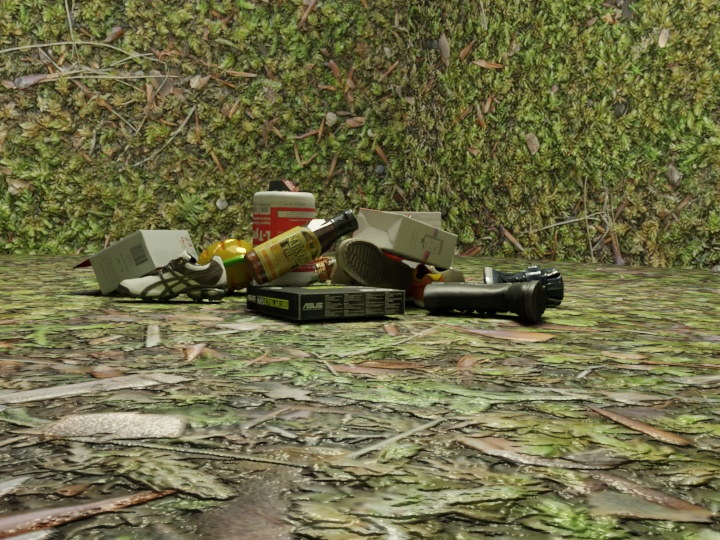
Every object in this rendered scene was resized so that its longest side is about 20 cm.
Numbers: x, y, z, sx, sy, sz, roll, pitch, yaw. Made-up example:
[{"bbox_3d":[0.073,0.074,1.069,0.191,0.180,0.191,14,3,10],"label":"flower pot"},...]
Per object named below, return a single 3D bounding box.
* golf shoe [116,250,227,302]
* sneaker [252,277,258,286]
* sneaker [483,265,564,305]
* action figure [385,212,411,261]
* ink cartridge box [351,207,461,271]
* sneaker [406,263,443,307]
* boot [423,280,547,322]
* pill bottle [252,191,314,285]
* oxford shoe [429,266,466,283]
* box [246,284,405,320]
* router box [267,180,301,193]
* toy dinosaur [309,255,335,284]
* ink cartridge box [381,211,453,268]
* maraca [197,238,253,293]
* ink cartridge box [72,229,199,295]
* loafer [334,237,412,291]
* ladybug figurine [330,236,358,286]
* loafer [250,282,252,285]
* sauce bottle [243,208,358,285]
[{"bbox_3d":[-0.344,0.010,1.509,0.198,0.096,0.078,-1,5,-10],"label":"golf shoe"},{"bbox_3d":[-0.162,-0.004,1.606,0.074,0.117,0.200,2,4,8],"label":"sneaker"},{"bbox_3d":[0.304,0.030,1.535,0.145,0.078,0.202,-1,2,17],"label":"sneaker"},{"bbox_3d":[0.089,-0.041,1.660,0.099,0.065,0.200,-37,-21,-3],"label":"action figure"},{"bbox_3d":[0.096,-0.054,1.519,0.199,0.068,0.116,17,-2,-44],"label":"ink cartridge box"},{"bbox_3d":[0.110,0.025,1.560,0.072,0.078,0.200,1,3,-23],"label":"sneaker"},{"bbox_3d":[0.199,0.043,1.359,0.198,0.066,0.165,6,-4,19],"label":"boot"},{"bbox_3d":[-0.138,-0.038,1.469,0.111,0.202,0.112,1,3,0],"label":"pill bottle"},{"bbox_3d":[0.160,0.019,1.682,0.070,0.075,0.200,-3,4,-26],"label":"oxford shoe"},{"bbox_3d":[-0.060,0.049,1.348,0.198,0.048,0.193,0,0,-32],"label":"box"},{"bbox_3d":[-0.151,-0.070,1.716,0.061,0.151,0.200,2,-29,13],"label":"router box"},{"bbox_3d":[-0.128,-0.003,1.860,0.198,0.103,0.136,6,19,8],"label":"toy dinosaur"},{"bbox_3d":[0.123,-0.041,1.829,0.044,0.178,0.199,-1,4,-39],"label":"ink cartridge box"},{"bbox_3d":[-0.288,-0.002,1.688,0.198,0.108,0.137,-18,-6,24],"label":"maraca"},{"bbox_3d":[-0.452,-0.011,1.673,0.174,0.085,0.200,-25,-4,15],"label":"ink cartridge box"},{"bbox_3d":[0.014,-0.003,1.451,0.068,0.076,0.199,4,-16,39],"label":"loafer"},{"bbox_3d":[0.000,0.000,1.584,0.071,0.137,0.200,25,5,11],"label":"ladybug figurine"},{"bbox_3d":[-0.237,-0.004,1.861,0.072,0.063,0.200,-44,17,-20],"label":"loafer"},{"bbox_3d":[-0.098,-0.046,1.389,0.199,0.066,0.066,-30,11,-12],"label":"sauce bottle"}]
